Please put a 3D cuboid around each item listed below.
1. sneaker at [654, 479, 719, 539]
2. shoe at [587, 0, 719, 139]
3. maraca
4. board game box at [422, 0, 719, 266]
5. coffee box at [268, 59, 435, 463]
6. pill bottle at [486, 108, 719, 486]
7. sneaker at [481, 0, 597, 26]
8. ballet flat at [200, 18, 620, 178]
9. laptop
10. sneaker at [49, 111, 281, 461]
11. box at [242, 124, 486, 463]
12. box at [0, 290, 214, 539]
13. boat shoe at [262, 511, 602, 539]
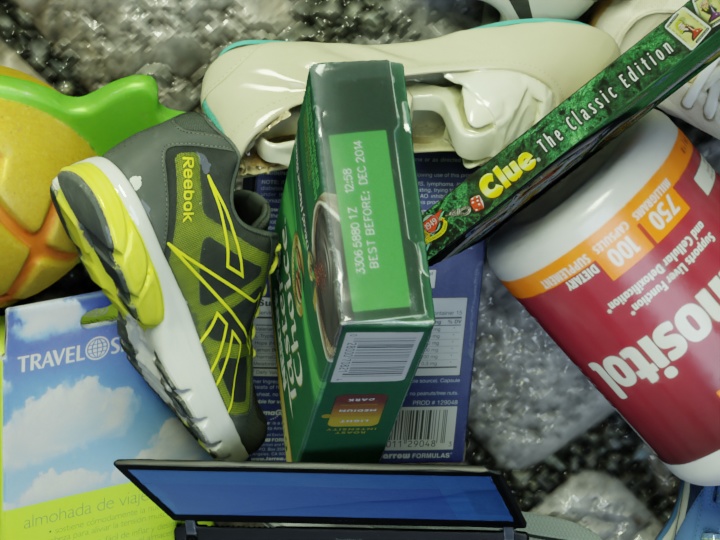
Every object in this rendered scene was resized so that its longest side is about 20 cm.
[{"bbox_3d":[0.198,0.136,1.351,0.074,0.082,0.200,11,110,-14],"label":"sneaker"},{"bbox_3d":[0.204,-0.090,1.263,0.200,0.053,0.070,19,109,-19],"label":"shoe"},{"bbox_3d":[-0.165,-0.039,1.179,0.200,0.107,0.137,-5,139,-3],"label":"maraca"},{"bbox_3d":[0.107,-0.070,1.171,0.200,0.105,0.023,-38,82,21],"label":"board game box"},{"bbox_3d":[-0.008,0.007,1.138,0.044,0.123,0.200,-3,158,-9],"label":"coffee box"},{"bbox_3d":[0.164,0.029,1.254,0.113,0.113,0.200,-41,101,9],"label":"pill bottle"},{"bbox_3d":[0.037,-0.175,1.178,0.088,0.074,0.200,-35,120,11],"label":"sneaker"},{"bbox_3d":[0.027,-0.072,1.195,0.200,0.069,0.070,-5,115,-7],"label":"ballet flat"},{"bbox_3d":[-0.012,0.164,1.225,0.177,0.103,0.200,1,109,11],"label":"laptop"},{"bbox_3d":[-0.066,0.011,1.171,0.085,0.074,0.200,-35,140,-13],"label":"sneaker"},{"bbox_3d":[0.000,0.000,1.275,0.121,0.032,0.200,1,113,-12],"label":"box"},{"bbox_3d":[-0.129,0.091,1.262,0.122,0.048,0.200,-12,119,-31],"label":"box"},{"bbox_3d":[0.033,0.153,1.330,0.200,0.074,0.067,16,110,-18],"label":"boat shoe"}]
